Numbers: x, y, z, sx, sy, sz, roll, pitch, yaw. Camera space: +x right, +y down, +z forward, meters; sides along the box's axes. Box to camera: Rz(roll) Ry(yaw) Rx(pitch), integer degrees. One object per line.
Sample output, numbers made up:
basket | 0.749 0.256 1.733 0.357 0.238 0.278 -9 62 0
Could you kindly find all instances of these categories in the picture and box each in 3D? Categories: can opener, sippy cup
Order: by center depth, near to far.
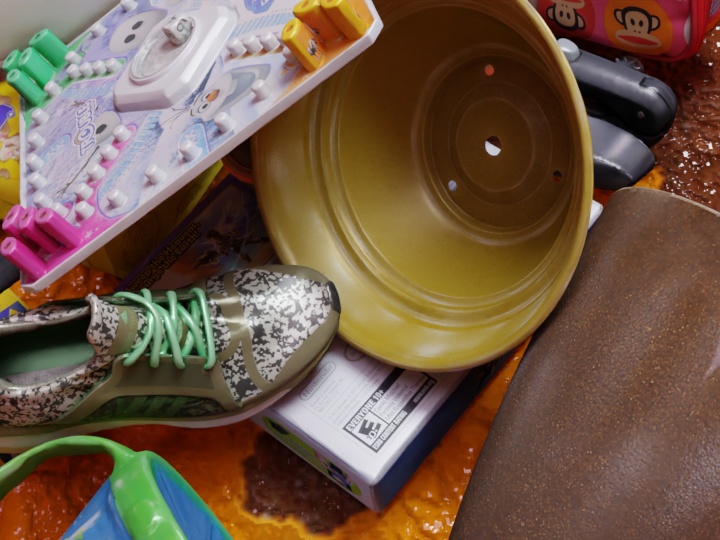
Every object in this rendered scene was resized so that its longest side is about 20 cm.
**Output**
sippy cup | -0.110 0.173 0.616 0.130 0.140 0.178 -36 42 -4
can opener | 0.092 -0.116 0.802 0.200 0.064 0.079 30 43 24

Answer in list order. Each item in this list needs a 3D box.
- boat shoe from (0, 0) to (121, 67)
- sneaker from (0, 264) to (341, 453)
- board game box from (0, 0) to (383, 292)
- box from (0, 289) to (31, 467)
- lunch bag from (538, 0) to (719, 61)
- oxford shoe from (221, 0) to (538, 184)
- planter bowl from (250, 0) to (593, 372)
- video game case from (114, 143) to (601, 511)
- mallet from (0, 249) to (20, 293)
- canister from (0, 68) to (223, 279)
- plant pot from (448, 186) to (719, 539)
boat shoe | -0.195 -0.154 0.755 0.200 0.073 0.062 -26 60 -2
sneaker | -0.103 0.036 0.638 0.199 0.089 0.077 -15 74 -10
board game box | -0.095 -0.107 0.659 0.200 0.026 0.200 -35 37 12
box | -0.235 0.022 0.754 0.200 0.064 0.070 38 69 26
lunch bag | 0.128 -0.224 0.780 0.200 0.176 0.082 25 52 37
oxford shoe | 0.008 -0.116 0.737 0.200 0.073 0.071 -32 61 -14
planter bowl | 0.045 -0.057 0.665 0.200 0.201 0.083 41 33 26
video game case | 0.000 0.000 0.744 0.181 0.045 0.200 34 67 22
mallet | -0.224 0.022 0.684 0.200 0.041 0.066 -42 71 9
canister | -0.189 -0.095 0.809 0.200 0.087 0.149 22 63 20
plant pot | 0.128 0.098 0.618 0.187 0.187 0.200 37 84 24
